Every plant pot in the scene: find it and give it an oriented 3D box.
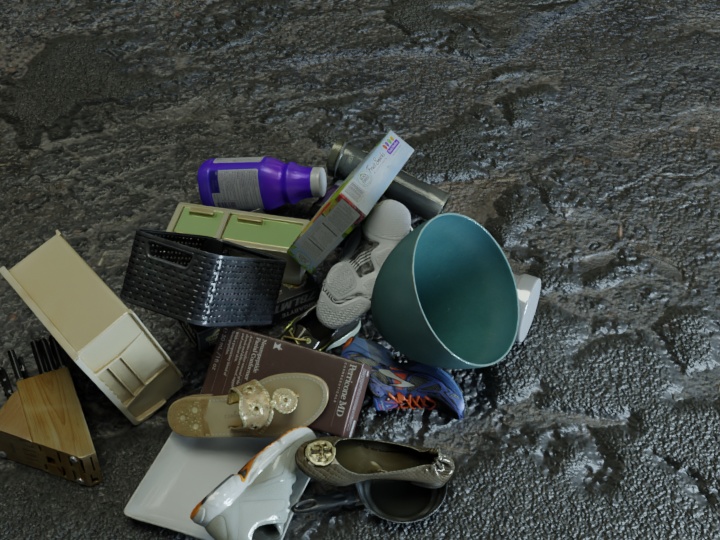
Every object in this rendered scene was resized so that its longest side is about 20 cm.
[{"bbox_3d":[0.092,0.040,1.398,0.135,0.200,0.200,-21,26,44],"label":"plant pot"}]

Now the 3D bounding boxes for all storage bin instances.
[{"bbox_3d":[-0.348,0.078,1.418,0.094,0.199,0.200,-41,56,-14],"label":"storage bin"},{"bbox_3d":[-0.202,0.011,1.407,0.135,0.094,0.200,17,4,24],"label":"storage bin"}]

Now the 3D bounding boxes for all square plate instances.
[{"bbox_3d":[-0.163,0.260,1.348,0.198,0.028,0.200,15,47,14],"label":"square plate"}]

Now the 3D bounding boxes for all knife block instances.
[{"bbox_3d":[-0.394,0.173,1.410,0.199,0.064,0.176,15,47,15],"label":"knife block"}]

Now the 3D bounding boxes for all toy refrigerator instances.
[{"bbox_3d":[-0.176,-0.042,1.559,0.199,0.070,0.076,8,45,7],"label":"toy refrigerator"}]

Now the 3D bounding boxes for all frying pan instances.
[{"bbox_3d":[0.022,0.284,1.319,0.190,0.031,0.115,-31,54,-28],"label":"frying pan"}]

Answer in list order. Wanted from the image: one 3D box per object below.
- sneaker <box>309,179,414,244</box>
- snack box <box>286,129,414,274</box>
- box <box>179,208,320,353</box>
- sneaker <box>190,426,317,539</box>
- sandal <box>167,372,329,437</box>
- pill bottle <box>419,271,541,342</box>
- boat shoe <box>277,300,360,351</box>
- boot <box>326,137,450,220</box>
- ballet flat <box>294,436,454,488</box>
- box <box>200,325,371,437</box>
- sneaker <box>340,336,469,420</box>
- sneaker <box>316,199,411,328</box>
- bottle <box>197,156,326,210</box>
[{"bbox_3d":[0.003,-0.060,1.655,0.088,0.076,0.200,-40,49,-22],"label":"sneaker"},{"bbox_3d":[-0.013,-0.099,1.518,0.053,0.142,0.200,42,40,-6],"label":"snack box"},{"bbox_3d":[-0.190,0.011,1.587,0.200,0.050,0.199,-22,50,-22],"label":"box"},{"bbox_3d":[-0.110,0.268,1.285,0.092,0.076,0.200,50,48,5],"label":"sneaker"},{"bbox_3d":[-0.147,0.177,1.325,0.211,0.078,0.070,-10,1,13],"label":"sandal"},{"bbox_3d":[0.147,0.028,1.524,0.199,0.116,0.116,18,47,16],"label":"pill bottle"},{"bbox_3d":[-0.078,0.096,1.492,0.072,0.061,0.201,31,52,28],"label":"boat shoe"},{"bbox_3d":[0.047,-0.144,1.719,0.199,0.073,0.182,21,9,1],"label":"boot"},{"bbox_3d":[0.021,0.229,1.301,0.199,0.046,0.068,9,48,-13],"label":"ballet flat"},{"bbox_3d":[-0.096,0.144,1.393,0.199,0.075,0.100,14,83,10],"label":"box"},{"bbox_3d":[0.052,0.160,1.431,0.200,0.075,0.079,18,58,26],"label":"sneaker"},{"bbox_3d":[0.000,0.000,1.500,0.075,0.115,0.200,31,76,-2],"label":"sneaker"},{"bbox_3d":[-0.155,-0.137,1.693,0.199,0.084,0.065,-1,29,14],"label":"bottle"}]
